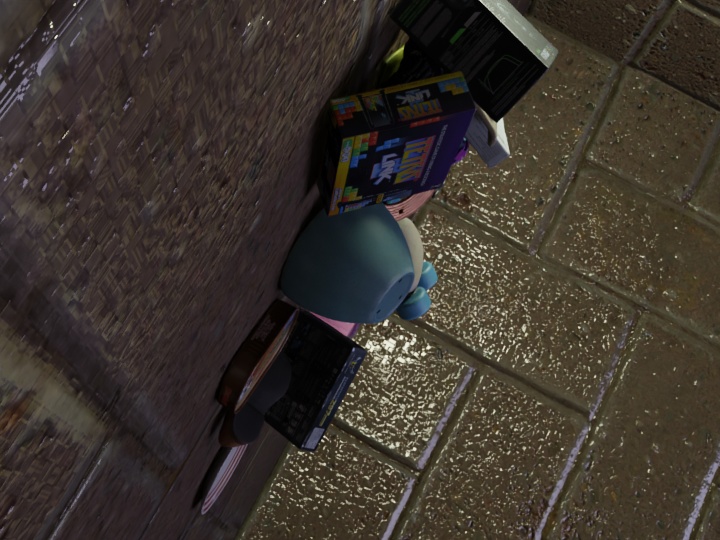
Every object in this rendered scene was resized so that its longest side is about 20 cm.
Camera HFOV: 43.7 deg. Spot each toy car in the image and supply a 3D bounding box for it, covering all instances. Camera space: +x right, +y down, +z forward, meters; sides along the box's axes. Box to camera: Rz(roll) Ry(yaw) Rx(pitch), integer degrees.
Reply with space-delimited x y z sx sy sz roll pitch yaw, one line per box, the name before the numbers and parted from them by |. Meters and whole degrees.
toy car | 0.006 -0.006 1.577 0.199 0.185 0.177 -20 -157 22

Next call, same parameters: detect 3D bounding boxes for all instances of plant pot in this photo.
plant pot | 0.000 0.000 1.314 0.200 0.135 0.201 -43 159 -21

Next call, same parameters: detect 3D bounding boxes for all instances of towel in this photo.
towel | 0.051 -0.287 1.287 0.200 0.018 0.087 -54 165 -56

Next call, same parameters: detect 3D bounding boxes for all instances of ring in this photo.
ring | 0.057 -0.162 1.388 0.199 0.019 0.202 -22 134 -25

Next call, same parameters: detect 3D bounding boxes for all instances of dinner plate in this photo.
dinner plate | -0.253 0.362 1.684 0.201 0.024 0.200 -62 176 -7

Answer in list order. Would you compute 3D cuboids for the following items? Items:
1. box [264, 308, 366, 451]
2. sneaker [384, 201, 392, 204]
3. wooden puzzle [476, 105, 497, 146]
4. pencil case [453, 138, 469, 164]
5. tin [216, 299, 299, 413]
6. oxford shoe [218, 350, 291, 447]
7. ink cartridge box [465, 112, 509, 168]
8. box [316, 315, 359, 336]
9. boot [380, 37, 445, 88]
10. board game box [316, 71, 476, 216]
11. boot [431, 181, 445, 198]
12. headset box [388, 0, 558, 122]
box | -0.098 0.188 1.563 0.051 0.157 0.201 25 93 -54
sneaker | 0.051 -0.183 1.471 0.121 0.083 0.201 -56 170 -70
wooden puzzle | 0.165 -0.306 1.337 0.037 0.201 0.185 -23 -156 20
pencil case | 0.126 -0.245 1.522 0.085 0.092 0.201 -43 -155 18
tin | -0.151 0.125 1.328 0.200 0.042 0.113 -57 169 -48
oxford shoe | -0.177 0.205 1.462 0.071 0.071 0.200 -28 -160 40
ink cartridge box | 0.165 -0.283 1.450 0.043 0.200 0.174 -33 -157 20
box | -0.071 0.138 1.941 0.200 0.096 0.177 -57 174 -51
boot | 0.073 -0.205 1.240 0.159 0.079 0.212 -66 151 -28
board game box | 0.037 -0.148 1.092 0.164 0.057 0.200 -14 161 -12
boot | 0.084 -0.167 1.636 0.201 0.130 0.068 -60 175 -25
headset box | 0.143 -0.302 1.129 0.093 0.200 0.174 -45 -178 26
